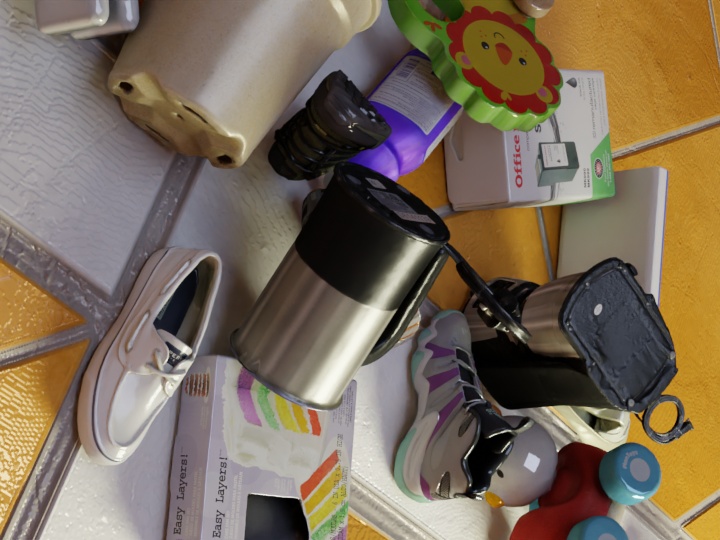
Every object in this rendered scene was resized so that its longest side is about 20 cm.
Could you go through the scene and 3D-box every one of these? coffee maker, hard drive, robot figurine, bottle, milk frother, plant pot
[{"bbox_3d":[0.214,0.092,1.527,0.134,0.200,0.194,-17,93,-28],"label":"coffee maker"},{"bbox_3d":[0.281,-0.011,1.674,0.025,0.131,0.202,18,74,-44],"label":"hard drive"},{"bbox_3d":[-0.222,-0.287,1.171,0.169,0.112,0.202,-7,92,-66],"label":"robot figurine"},{"bbox_3d":[0.034,-0.138,1.456,0.200,0.083,0.065,-52,167,-36],"label":"bottle"},{"bbox_3d":[0.021,0.044,1.275,0.180,0.200,0.189,17,114,-38],"label":"milk frother"},{"bbox_3d":[-0.112,-0.196,1.246,0.200,0.200,0.184,43,69,-36],"label":"plant pot"}]

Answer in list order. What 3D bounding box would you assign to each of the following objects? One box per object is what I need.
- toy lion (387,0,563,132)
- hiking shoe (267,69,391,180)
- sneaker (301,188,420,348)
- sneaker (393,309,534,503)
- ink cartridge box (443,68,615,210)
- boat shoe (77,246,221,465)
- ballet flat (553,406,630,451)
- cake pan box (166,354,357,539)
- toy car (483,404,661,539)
[{"bbox_3d":[0.115,-0.234,1.483,0.199,0.069,0.193,25,50,-17],"label":"toy lion"},{"bbox_3d":[-0.032,-0.114,1.304,0.101,0.200,0.076,-42,90,0],"label":"hiking shoe"},{"bbox_3d":[0.000,0.000,1.418,0.077,0.078,0.201,-108,173,-49],"label":"sneaker"},{"bbox_3d":[0.116,0.136,1.478,0.077,0.139,0.202,22,71,-43],"label":"sneaker"},{"bbox_3d":[0.184,-0.143,1.616,0.199,0.084,0.147,-7,91,-46],"label":"ink cartridge box"},{"bbox_3d":[-0.172,0.066,1.230,0.073,0.065,0.201,35,62,-40],"label":"boat shoe"},{"bbox_3d":[0.268,0.160,1.695,0.200,0.069,0.070,37,61,-39],"label":"ballet flat"},{"bbox_3d":[-0.086,0.185,1.325,0.183,0.052,0.202,16,75,-43],"label":"cake pan box"},{"bbox_3d":[0.172,0.229,1.546,0.199,0.184,0.177,35,59,-6],"label":"toy car"}]
